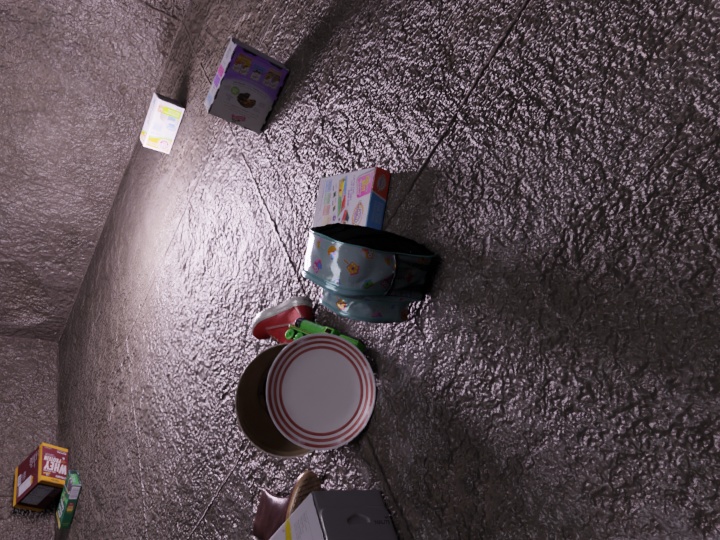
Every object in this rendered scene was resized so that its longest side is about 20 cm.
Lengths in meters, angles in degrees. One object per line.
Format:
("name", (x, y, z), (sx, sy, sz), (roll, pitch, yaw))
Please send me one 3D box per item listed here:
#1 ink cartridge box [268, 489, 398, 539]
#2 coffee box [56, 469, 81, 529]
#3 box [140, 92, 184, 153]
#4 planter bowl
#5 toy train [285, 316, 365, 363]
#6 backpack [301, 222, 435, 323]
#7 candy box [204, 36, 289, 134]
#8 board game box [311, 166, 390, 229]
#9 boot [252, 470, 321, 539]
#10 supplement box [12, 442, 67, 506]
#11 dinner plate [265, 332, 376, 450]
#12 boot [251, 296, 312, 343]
("ink cartridge box", (-0.050, 0.469, 0.898), (0.201, 0.144, 0.147), (-54, 41, 27))
("coffee box", (-1.241, 0.974, 2.403), (0.122, 0.043, 0.204), (25, 98, 53))
("box", (-0.808, -0.597, 2.299), (0.101, 0.111, 0.203), (46, 115, 47))
("planter bowl", (-0.138, 0.238, 1.081), (0.135, 0.195, 0.205), (161, 121, -79))
("toy train", (-0.071, 0.135, 1.096), (0.197, 0.042, 0.057), (16, 72, 41))
("backpack", (0.000, 0.000, 0.946), (0.175, 0.197, 0.157), (27, 100, 52))
("candy box", (-0.317, -0.507, 1.567), (0.202, 0.165, 0.072), (-58, 40, 22))
("board game box", (-0.027, -0.121, 1.155), (0.198, 0.040, 0.157), (3, 81, 53))
("boot", (-0.154, 0.462, 1.100), (0.165, 0.071, 0.205), (15, 94, 52))
("supplement box", (-1.456, 0.942, 2.578), (0.199, 0.132, 0.199), (-41, 45, 10))
("dinner plate", (-0.070, 0.214, 1.006), (0.024, 0.195, 0.205), (104, 177, -85))
("boot", (-0.174, 0.157, 1.237), (0.198, 0.071, 0.148), (-27, 59, 42))
